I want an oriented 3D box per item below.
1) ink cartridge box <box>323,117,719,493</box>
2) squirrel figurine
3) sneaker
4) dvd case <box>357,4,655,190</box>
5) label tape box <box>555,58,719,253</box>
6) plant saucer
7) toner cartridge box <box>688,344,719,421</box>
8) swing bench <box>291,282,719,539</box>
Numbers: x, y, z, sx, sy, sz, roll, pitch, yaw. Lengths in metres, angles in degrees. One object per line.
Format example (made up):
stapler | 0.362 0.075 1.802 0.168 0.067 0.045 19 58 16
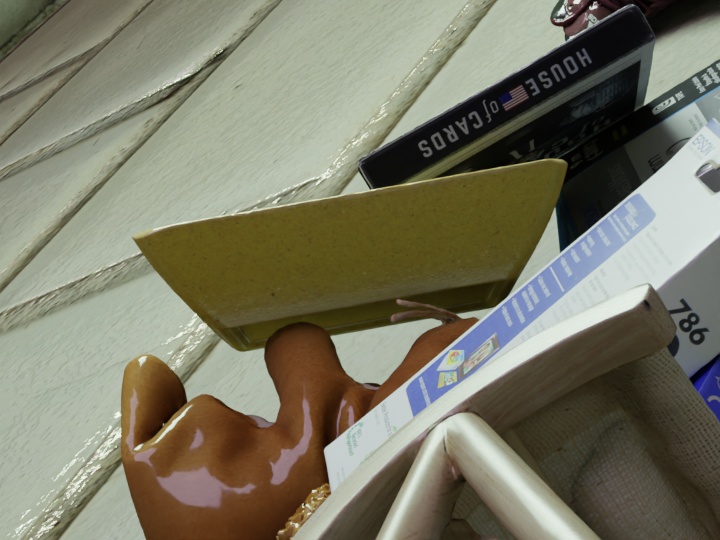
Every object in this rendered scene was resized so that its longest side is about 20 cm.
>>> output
ink cartridge box | 0.074 0.032 0.761 0.200 0.039 0.100 -41 15 9
squirrel figurine | 0.003 0.106 0.913 0.185 0.142 0.201 -19 34 13
sneaker | 0.193 -0.186 1.405 0.116 0.076 0.200 -45 8 -14
dvd case | 0.077 -0.069 1.058 0.150 0.025 0.200 -30 -8 3
label tape box | 0.146 -0.028 1.063 0.199 0.064 0.144 -32 17 9
plant saucer | 0.000 0.000 1.019 0.198 0.049 0.200 -9 -7 0
toner cartridge box | 0.129 0.042 0.774 0.200 0.043 0.095 -52 8 -37
swing bench | 0.070 0.146 0.508 0.129 0.200 0.200 -30 17 15
